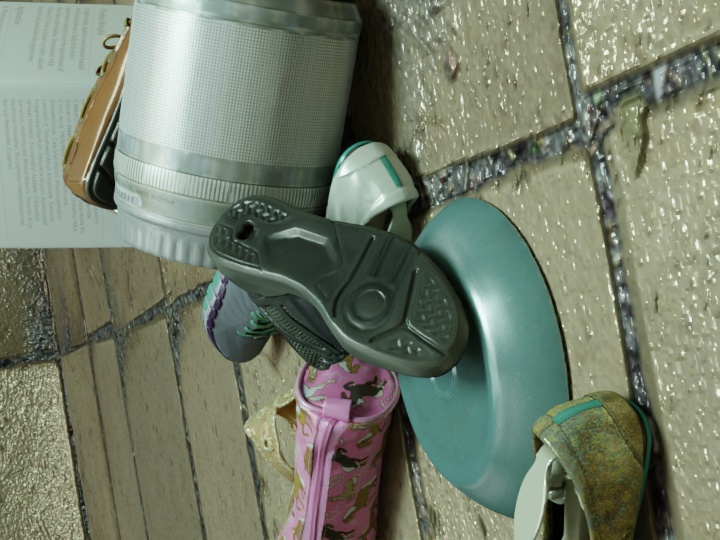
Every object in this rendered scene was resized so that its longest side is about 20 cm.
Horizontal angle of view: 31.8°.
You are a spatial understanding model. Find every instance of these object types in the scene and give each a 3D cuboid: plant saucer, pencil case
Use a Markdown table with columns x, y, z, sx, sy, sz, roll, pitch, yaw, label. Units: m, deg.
| x | y | z | sx | sy | sz | roll | pitch | yaw | label |
| --- | --- | --- | --- | --- | --- | --- | --- | --- | --- |
| 0.063 | 0.057 | 0.781 | 0.200 | 0.036 | 0.202 | 170 | 90 | -70 | plant saucer |
| -0.019 | 0.152 | 0.973 | 0.087 | 0.082 | 0.201 | -121 | 30 | -46 | pencil case |

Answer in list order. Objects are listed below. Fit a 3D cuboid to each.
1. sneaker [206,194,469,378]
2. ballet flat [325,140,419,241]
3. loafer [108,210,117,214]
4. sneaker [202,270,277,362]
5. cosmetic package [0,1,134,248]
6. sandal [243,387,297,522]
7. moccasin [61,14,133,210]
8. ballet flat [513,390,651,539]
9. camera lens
| x | y | z | sx | sy | sz | roll | pitch | yaw | label |
| --- | --- | --- | --- | --- | --- | --- | --- | --- | --- |
| 0.000 | 0.024 | 0.792 | 0.198 | 0.077 | 0.114 | 21 | 162 | 38 | sneaker |
| 0.000 | 0.000 | 0.898 | 0.201 | 0.069 | 0.070 | 104 | 150 | -45 | ballet flat |
| -0.120 | -0.039 | 1.039 | 0.063 | 0.199 | 0.072 | -63 | -3 | 30 | loafer |
| -0.092 | 0.031 | 1.135 | 0.088 | 0.074 | 0.201 | 58 | 149 | 36 | sneaker |
| -0.247 | -0.130 | 1.121 | 0.165 | 0.198 | 0.166 | -102 | 15 | -54 | cosmetic package |
| -0.067 | 0.149 | 1.081 | 0.078 | 0.069 | 0.213 | -72 | -7 | -46 | sandal |
| -0.171 | -0.147 | 0.976 | 0.078 | 0.073 | 0.203 | 30 | 100 | 43 | moccasin |
| 0.110 | 0.158 | 0.657 | 0.071 | 0.070 | 0.202 | -140 | 45 | -60 | ballet flat |
| -0.089 | -0.115 | 0.894 | 0.160 | 0.159 | 0.202 | -143 | 61 | -62 | camera lens |
